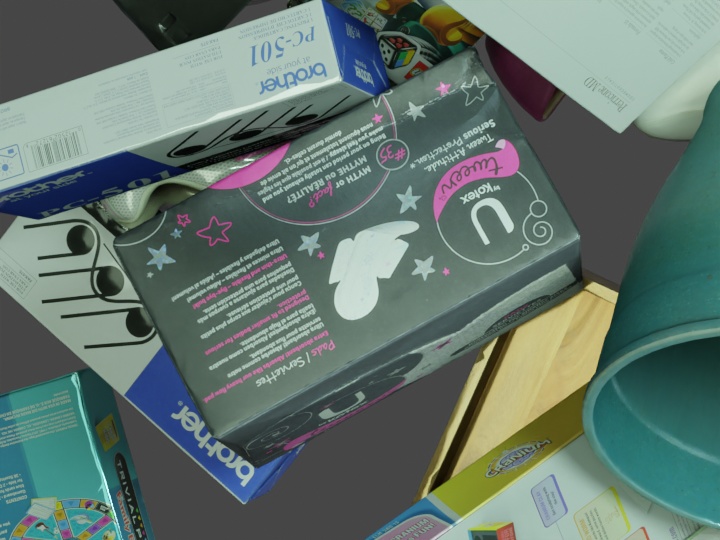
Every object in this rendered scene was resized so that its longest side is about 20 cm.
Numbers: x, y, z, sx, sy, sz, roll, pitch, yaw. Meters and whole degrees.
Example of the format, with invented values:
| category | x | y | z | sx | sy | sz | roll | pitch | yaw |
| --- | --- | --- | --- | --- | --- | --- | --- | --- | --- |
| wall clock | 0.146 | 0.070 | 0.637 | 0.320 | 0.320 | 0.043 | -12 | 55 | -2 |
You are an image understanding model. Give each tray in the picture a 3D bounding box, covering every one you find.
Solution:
| category | x | y | z | sx | sy | sz | roll | pitch | yaw |
| --- | --- | --- | --- | --- | --- | --- | --- | --- | --- |
| tray | 0.094 | 0.099 | 1.197 | 0.099 | 0.037 | 0.200 | 25 | 101 | 12 |

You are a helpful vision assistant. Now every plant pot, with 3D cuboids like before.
| category | x | y | z | sx | sy | sz | roll | pitch | yaw |
| --- | --- | --- | --- | --- | --- | --- | --- | --- | --- |
| plant pot | 0.217 | 0.002 | 1.062 | 0.200 | 0.200 | 0.188 | 4 | 58 | 15 |

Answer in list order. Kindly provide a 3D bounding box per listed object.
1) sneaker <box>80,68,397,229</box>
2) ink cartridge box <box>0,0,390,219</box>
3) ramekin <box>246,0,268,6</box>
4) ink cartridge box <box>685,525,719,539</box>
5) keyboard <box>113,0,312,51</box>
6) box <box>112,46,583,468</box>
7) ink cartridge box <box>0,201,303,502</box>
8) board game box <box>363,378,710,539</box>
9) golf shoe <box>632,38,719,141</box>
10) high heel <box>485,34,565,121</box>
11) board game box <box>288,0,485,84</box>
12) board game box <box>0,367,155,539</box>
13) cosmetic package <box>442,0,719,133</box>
| category | x | y | z | sx | sy | sz | roll | pitch | yaw |
| --- | --- | --- | --- | --- | --- | --- | --- | --- | --- |
| sneaker | -0.053 | -0.066 | 1.184 | 0.200 | 0.081 | 0.088 | -10 | 78 | 1 |
| ink cartridge box | -0.092 | -0.075 | 1.093 | 0.200 | 0.094 | 0.044 | -16 | 82 | 15 |
| ramekin | -0.091 | -0.240 | 1.191 | 0.200 | 0.105 | 0.201 | 1 | 94 | 16 |
| ink cartridge box | 0.155 | 0.227 | 1.104 | 0.200 | 0.048 | 0.146 | -31 | 105 | -24 |
| keyboard | -0.037 | -0.176 | 1.075 | 0.104 | 0.040 | 0.200 | 50 | 122 | 4 |
| box | 0.000 | 0.000 | 1.117 | 0.200 | 0.132 | 0.115 | -28 | 76 | 1 |
| ink cartridge box | -0.103 | 0.025 | 1.234 | 0.200 | 0.044 | 0.094 | 41 | 103 | 9 |
| board game box | 0.087 | 0.165 | 1.113 | 0.200 | 0.040 | 0.153 | -32 | 111 | -25 |
| golf shoe | 0.220 | -0.120 | 1.119 | 0.200 | 0.092 | 0.073 | -23 | 90 | 18 |
| high heel | 0.148 | -0.161 | 1.148 | 0.200 | 0.067 | 0.096 | -31 | 75 | 30 |
| board game box | -0.006 | -0.188 | 1.096 | 0.200 | 0.035 | 0.126 | 36 | 121 | -15 |
| board game box | -0.191 | 0.170 | 1.274 | 0.151 | 0.047 | 0.200 | -16 | 89 | 16 |
| cosmetic package | 0.121 | -0.159 | 1.046 | 0.151 | 0.200 | 0.052 | -45 | 56 | 12 |
